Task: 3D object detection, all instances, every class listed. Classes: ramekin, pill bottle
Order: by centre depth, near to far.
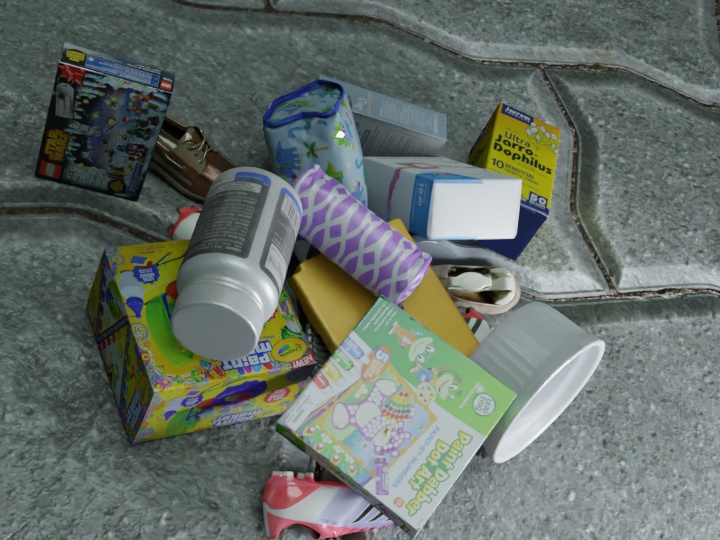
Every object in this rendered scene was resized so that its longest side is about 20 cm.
[{"bbox_3d":[-0.137,-0.008,1.254,0.113,0.114,0.201,21,48,-9],"label":"pill bottle"},{"bbox_3d":[0.201,0.134,1.421,0.098,0.201,0.200,42,47,22],"label":"ramekin"}]

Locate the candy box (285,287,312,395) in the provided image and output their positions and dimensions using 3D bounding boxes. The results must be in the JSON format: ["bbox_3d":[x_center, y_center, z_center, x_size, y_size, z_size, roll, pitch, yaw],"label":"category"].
[{"bbox_3d":[-0.051,0.105,1.432,0.102,0.026,0.201,-7,57,-35],"label":"candy box"}]

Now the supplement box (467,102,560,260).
[{"bbox_3d":[0.220,-0.135,1.705,0.108,0.110,0.201,23,46,-7],"label":"supplement box"}]

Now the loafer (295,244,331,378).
[{"bbox_3d":[-0.041,0.050,1.419,0.075,0.070,0.201,12,63,-17],"label":"loafer"}]

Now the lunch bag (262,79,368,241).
[{"bbox_3d":[-0.053,-0.152,1.517,0.127,0.171,0.200,-8,21,11],"label":"lunch bag"}]

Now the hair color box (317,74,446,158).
[{"bbox_3d":[0.016,-0.205,1.669,0.199,0.099,0.061,15,49,-15],"label":"hair color box"}]

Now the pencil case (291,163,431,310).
[{"bbox_3d":[-0.004,-0.042,1.357,0.200,0.084,0.086,40,32,1],"label":"pencil case"}]

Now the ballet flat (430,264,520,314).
[{"bbox_3d":[0.165,0.023,1.553,0.199,0.067,0.069,1,79,-40],"label":"ballet flat"}]

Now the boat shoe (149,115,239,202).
[{"bbox_3d":[-0.231,-0.154,1.524,0.199,0.072,0.076,26,46,-5],"label":"boat shoe"}]

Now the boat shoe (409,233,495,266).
[{"bbox_3d":[0.107,-0.025,1.572,0.199,0.069,0.057,10,37,-47],"label":"boat shoe"}]

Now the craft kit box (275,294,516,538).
[{"bbox_3d":[0.041,0.161,1.286,0.197,0.049,0.200,36,67,8],"label":"craft kit box"}]

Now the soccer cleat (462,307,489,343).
[{"bbox_3d":[0.098,0.103,1.466,0.199,0.069,0.085,-10,60,-42],"label":"soccer cleat"}]

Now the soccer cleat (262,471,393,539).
[{"bbox_3d":[-0.018,0.273,1.296,0.199,0.067,0.077,12,79,-24],"label":"soccer cleat"}]

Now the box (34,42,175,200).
[{"bbox_3d":[-0.319,-0.179,1.412,0.136,0.200,0.040,14,48,-15],"label":"box"}]

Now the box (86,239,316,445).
[{"bbox_3d":[-0.188,0.074,1.325,0.199,0.122,0.193,-8,58,-31],"label":"box"}]

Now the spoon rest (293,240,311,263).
[{"bbox_3d":[0.000,0.000,1.520,0.200,0.061,0.099,35,46,3],"label":"spoon rest"}]

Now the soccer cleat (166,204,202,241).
[{"bbox_3d":[-0.160,-0.058,1.467,0.085,0.069,0.200,43,33,18],"label":"soccer cleat"}]

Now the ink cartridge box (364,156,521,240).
[{"bbox_3d":[0.103,-0.102,1.566,0.144,0.085,0.200,-2,13,-29],"label":"ink cartridge box"}]

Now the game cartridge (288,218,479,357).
[{"bbox_3d":[0.028,0.053,1.389,0.176,0.032,0.201,-25,76,-29],"label":"game cartridge"}]
